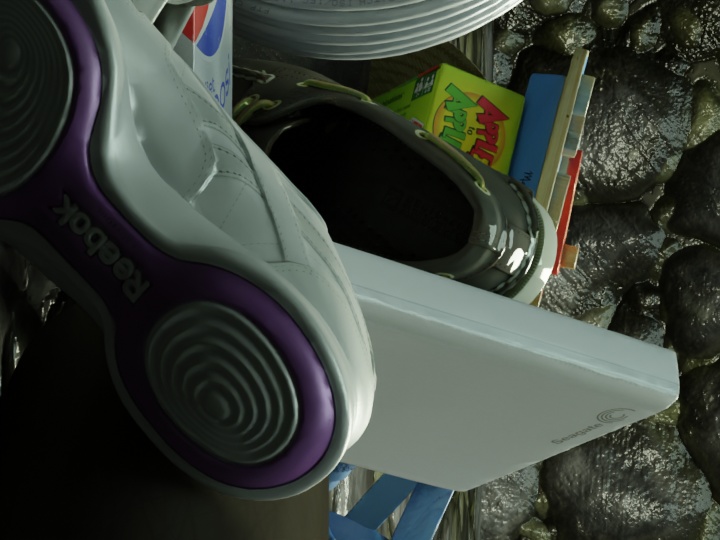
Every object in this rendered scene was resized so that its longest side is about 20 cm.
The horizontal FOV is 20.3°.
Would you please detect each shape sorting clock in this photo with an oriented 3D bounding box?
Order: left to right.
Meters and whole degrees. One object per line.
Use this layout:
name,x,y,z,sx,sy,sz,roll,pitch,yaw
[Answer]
shape sorting clock,0.086,-0.009,0.981,0.200,0.039,0.201,13,90,-81

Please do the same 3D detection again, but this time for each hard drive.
hard drive,0.006,0.039,0.764,0.200,0.132,0.027,17,59,-37

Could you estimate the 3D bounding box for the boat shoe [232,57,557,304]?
boat shoe,-0.020,-0.042,0.781,0.072,0.201,0.060,-65,152,-1

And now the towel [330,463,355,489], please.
towel,0.008,0.019,1.082,0.200,0.048,0.112,-58,-156,27

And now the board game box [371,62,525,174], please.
board game box,0.004,-0.027,0.999,0.200,0.047,0.102,-17,-124,64

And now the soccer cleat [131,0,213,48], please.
soccer cleat,-0.082,-0.117,0.638,0.069,0.085,0.201,-53,144,-76

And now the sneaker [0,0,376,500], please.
sneaker,-0.066,-0.023,0.588,0.200,0.075,0.100,56,17,5

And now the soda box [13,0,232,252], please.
soda box,-0.082,-0.107,0.704,0.063,0.068,0.201,-40,132,-79

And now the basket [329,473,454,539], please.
basket,-0.013,0.164,0.903,0.176,0.139,0.200,-57,-171,49

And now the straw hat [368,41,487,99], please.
straw hat,-0.003,-0.047,1.168,0.085,0.201,0.202,-19,118,-38

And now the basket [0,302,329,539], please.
basket,-0.072,0.106,0.614,0.200,0.135,0.181,-84,-167,-58

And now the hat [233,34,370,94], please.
hat,-0.014,-0.158,0.926,0.201,0.081,0.201,46,35,-47

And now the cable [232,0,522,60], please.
cable,-0.002,-0.179,0.791,0.200,0.200,0.069,47,-16,20
